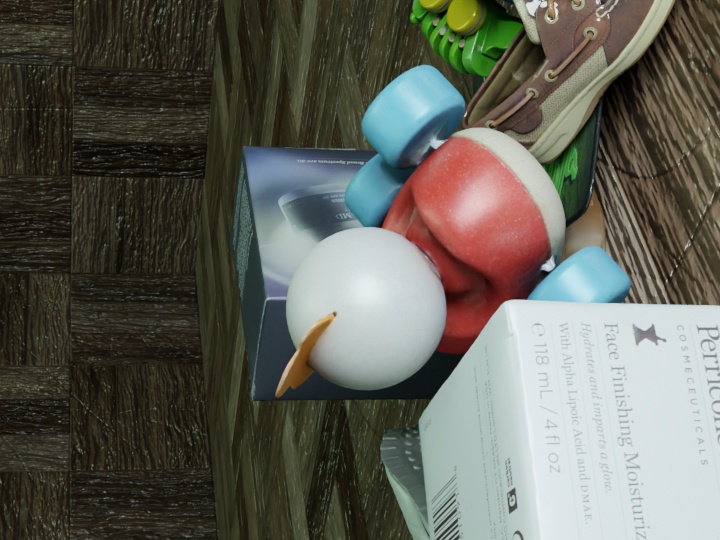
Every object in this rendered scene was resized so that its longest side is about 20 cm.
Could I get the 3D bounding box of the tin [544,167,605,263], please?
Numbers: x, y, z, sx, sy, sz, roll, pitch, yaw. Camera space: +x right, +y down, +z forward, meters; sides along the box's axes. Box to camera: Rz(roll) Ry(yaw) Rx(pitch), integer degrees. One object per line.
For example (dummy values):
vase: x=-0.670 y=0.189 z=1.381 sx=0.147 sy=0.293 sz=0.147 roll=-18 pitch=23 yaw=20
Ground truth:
tin: x=0.126 y=0.016 z=0.992 sx=0.112 sy=0.042 sz=0.201 roll=-108 pitch=22 yaw=-46

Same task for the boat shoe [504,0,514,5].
boat shoe: x=0.104 y=-0.221 z=0.971 sx=0.200 sy=0.084 sz=0.069 roll=-109 pitch=41 yaw=-71

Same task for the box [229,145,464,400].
box: x=0.000 y=0.000 z=1.204 sx=0.199 sy=0.199 sz=0.124 roll=-103 pitch=19 yaw=-46

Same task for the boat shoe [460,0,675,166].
boat shoe: x=0.124 y=-0.149 z=0.838 sx=0.072 sy=0.072 sz=0.200 roll=-94 pitch=28 yaw=-44

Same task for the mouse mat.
mouse mat: x=0.126 y=-0.105 z=0.940 sx=0.161 sy=0.007 sz=0.201 roll=135 pitch=146 yaw=-65

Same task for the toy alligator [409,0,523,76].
toy alligator: x=0.062 y=-0.188 z=1.034 sx=0.054 sy=0.059 sz=0.200 roll=-57 pitch=43 yaw=15

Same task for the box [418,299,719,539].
box: x=0.122 y=0.143 z=0.771 sx=0.200 sy=0.130 sz=0.200 roll=116 pitch=152 yaw=-62

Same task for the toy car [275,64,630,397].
toy car: x=0.020 y=0.017 z=0.853 sx=0.185 sy=0.200 sz=0.177 roll=50 pitch=158 yaw=15

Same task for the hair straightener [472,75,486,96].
hair straightener: x=0.086 y=-0.084 z=1.083 sx=0.041 sy=0.077 sz=0.201 roll=-123 pitch=36 yaw=-65

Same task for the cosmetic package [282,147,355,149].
cosmetic package: x=-0.058 y=-0.046 z=1.723 sx=0.074 sy=0.101 sz=0.201 roll=165 pitch=105 yaw=-79

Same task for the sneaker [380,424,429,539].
sneaker: x=0.062 y=0.204 z=1.216 sx=0.200 sy=0.076 sz=0.081 roll=-109 pitch=14 yaw=-62
